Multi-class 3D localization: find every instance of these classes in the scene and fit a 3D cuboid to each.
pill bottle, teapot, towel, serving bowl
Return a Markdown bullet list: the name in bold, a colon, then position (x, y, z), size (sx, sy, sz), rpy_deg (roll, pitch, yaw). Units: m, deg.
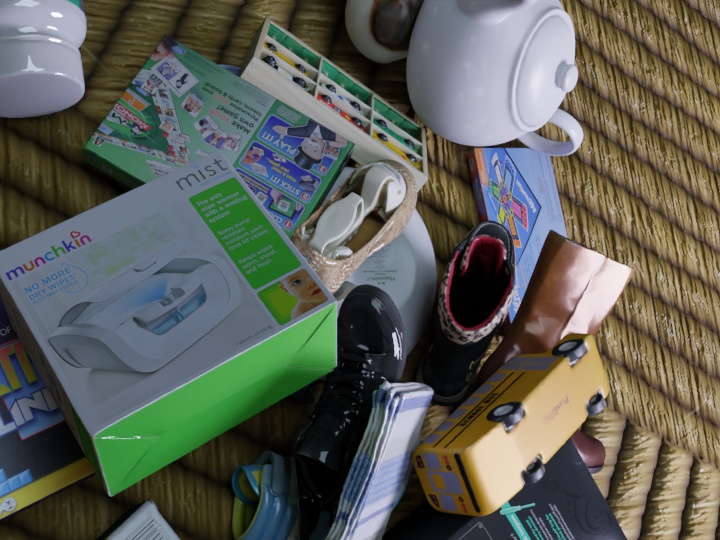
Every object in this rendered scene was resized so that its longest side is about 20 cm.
- **pill bottle**: position (-0.292, -0.241, 0.983), size (0.111, 0.113, 0.203), rpy_deg (-4, 76, -29)
- **teapot**: position (0.149, -0.204, 1.148), size (0.199, 0.145, 0.201), rpy_deg (-20, 126, -52)
- **towel**: position (0.005, 0.181, 0.906), size (0.023, 0.147, 0.203), rpy_deg (20, 92, 15)
- **serving bowl**: position (0.000, 0.000, 1.068), size (0.198, 0.065, 0.204), rpy_deg (7, 79, -37)

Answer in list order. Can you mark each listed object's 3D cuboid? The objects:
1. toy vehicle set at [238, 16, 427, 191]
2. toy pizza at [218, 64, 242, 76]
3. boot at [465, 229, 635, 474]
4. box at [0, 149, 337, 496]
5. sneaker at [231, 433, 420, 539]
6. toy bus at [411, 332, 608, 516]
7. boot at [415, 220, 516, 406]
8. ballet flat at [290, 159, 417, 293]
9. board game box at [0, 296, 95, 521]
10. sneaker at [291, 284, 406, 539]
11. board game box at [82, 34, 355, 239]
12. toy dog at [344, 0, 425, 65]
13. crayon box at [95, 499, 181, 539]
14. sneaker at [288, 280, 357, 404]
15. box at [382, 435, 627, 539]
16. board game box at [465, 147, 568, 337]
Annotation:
- **toy vehicle set**: position (-0.022, -0.158, 1.114), size (0.198, 0.027, 0.125), rpy_deg (33, 25, -16)
- **toy pizza**: position (-0.118, -0.094, 1.079), size (0.197, 0.032, 0.204), rpy_deg (10, 68, -26)
- **boot**: position (0.206, 0.082, 1.124), size (0.187, 0.068, 0.202), rpy_deg (27, 91, -24)
- **box**: position (-0.144, 0.034, 0.867), size (0.198, 0.097, 0.177), rpy_deg (-27, 60, -21)
- **sneaker**: position (-0.035, 0.177, 1.009), size (0.130, 0.079, 0.201), rpy_deg (41, 59, -13)
- **toy bus**: position (0.136, 0.128, 1.002), size (0.199, 0.078, 0.066), rpy_deg (-36, 110, -41)
- **boot**: position (0.110, 0.013, 1.093), size (0.072, 0.151, 0.202), rpy_deg (23, 63, 7)
- **ballet flat**: position (0.000, -0.048, 0.991), size (0.070, 0.066, 0.201), rpy_deg (30, 48, 8)
- **board game box**: position (-0.265, 0.097, 0.922), size (0.198, 0.057, 0.167), rpy_deg (-24, 88, -32)
- **sneaker**: position (-0.013, 0.121, 0.919), size (0.104, 0.059, 0.203), rpy_deg (-40, 139, -57)
- **board game box**: position (-0.122, -0.104, 1.016), size (0.198, 0.029, 0.136), rpy_deg (30, 68, 4)
- **toy dog**: position (0.009, -0.308, 1.158), size (0.192, 0.139, 0.202), rpy_deg (-27, 88, -19)
- **crayon box**: position (-0.203, 0.293, 0.896), size (0.200, 0.051, 0.128), rpy_deg (-40, 95, -33)
- **sneaker**: position (-0.081, 0.080, 0.986), size (0.197, 0.075, 0.086), rpy_deg (-17, 109, 7)
- **box**: position (0.109, 0.256, 1.020), size (0.199, 0.148, 0.125), rpy_deg (-32, 92, -32)
- **board game box**: position (0.175, -0.031, 1.226), size (0.101, 0.019, 0.204), rpy_deg (-2, 75, -31)
